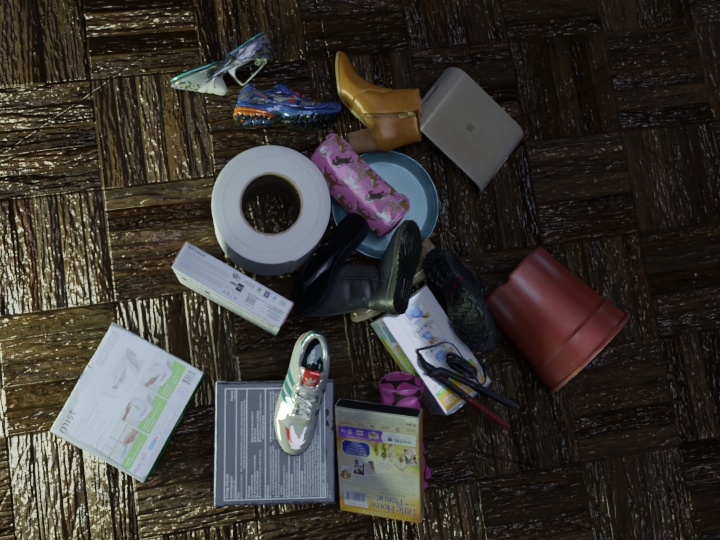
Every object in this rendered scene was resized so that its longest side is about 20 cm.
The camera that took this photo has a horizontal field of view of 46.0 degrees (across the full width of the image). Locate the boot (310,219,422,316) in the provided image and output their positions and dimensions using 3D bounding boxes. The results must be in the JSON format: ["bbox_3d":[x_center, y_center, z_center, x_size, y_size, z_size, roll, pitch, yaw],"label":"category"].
[{"bbox_3d":[-0.001,-0.002,1.466,0.072,0.198,0.184,39,61,-43],"label":"boot"}]

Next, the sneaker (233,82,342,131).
[{"bbox_3d":[-0.129,-0.303,1.534,0.197,0.075,0.080,3,78,-9],"label":"sneaker"}]

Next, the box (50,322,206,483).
[{"bbox_3d":[-0.381,0.217,1.408,0.175,0.097,0.202,28,79,-3],"label":"box"}]

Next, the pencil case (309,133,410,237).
[{"bbox_3d":[-0.005,-0.151,1.498,0.200,0.083,0.087,43,35,0],"label":"pencil case"}]

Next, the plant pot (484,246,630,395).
[{"bbox_3d":[0.332,0.077,1.492,0.201,0.201,0.195,-42,81,-12],"label":"plant pot"}]

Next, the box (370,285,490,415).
[{"bbox_3d":[0.120,0.143,1.482,0.101,0.112,0.201,-34,88,-13],"label":"box"}]

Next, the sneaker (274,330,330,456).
[{"bbox_3d":[-0.091,0.188,1.334,0.069,0.093,0.202,14,76,-5],"label":"sneaker"}]

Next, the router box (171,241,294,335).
[{"bbox_3d":[-0.212,0.035,1.417,0.198,0.179,0.049,30,79,-3],"label":"router box"}]

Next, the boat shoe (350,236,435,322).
[{"bbox_3d":[0.054,0.016,1.506,0.199,0.071,0.065,-37,105,-13],"label":"boat shoe"}]

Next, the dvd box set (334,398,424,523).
[{"bbox_3d":[0.033,0.313,1.393,0.144,0.029,0.203,4,111,18],"label":"dvd box set"}]

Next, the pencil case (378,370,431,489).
[{"bbox_3d":[0.076,0.268,1.433,0.090,0.093,0.203,9,115,30],"label":"pencil case"}]

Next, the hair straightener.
[{"bbox_3d":[0.183,0.179,1.417,0.199,0.041,0.077,33,78,-2],"label":"hair straightener"}]

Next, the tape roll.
[{"bbox_3d":[-0.155,-0.100,1.466,0.200,0.139,0.206,1,81,-8],"label":"tape roll"}]

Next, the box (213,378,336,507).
[{"bbox_3d":[-0.145,0.285,1.418,0.196,0.123,0.203,1,80,-9],"label":"box"}]

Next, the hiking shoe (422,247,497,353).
[{"bbox_3d":[0.190,0.046,1.455,0.100,0.076,0.202,-3,61,-49],"label":"hiking shoe"}]

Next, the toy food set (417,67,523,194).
[{"bbox_3d":[0.195,-0.261,1.587,0.200,0.060,0.144,41,78,-9],"label":"toy food set"}]

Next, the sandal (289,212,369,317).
[{"bbox_3d":[-0.063,-0.015,1.444,0.043,0.076,0.201,37,83,-47],"label":"sandal"}]

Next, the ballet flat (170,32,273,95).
[{"bbox_3d":[-0.242,-0.357,1.529,0.199,0.072,0.073,-30,87,-10],"label":"ballet flat"}]

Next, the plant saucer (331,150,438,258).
[{"bbox_3d":[0.044,-0.119,1.554,0.197,0.027,0.203,1,82,-8],"label":"plant saucer"}]

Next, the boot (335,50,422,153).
[{"bbox_3d":[0.037,-0.315,1.537,0.142,0.071,0.204,-13,84,12],"label":"boot"}]
